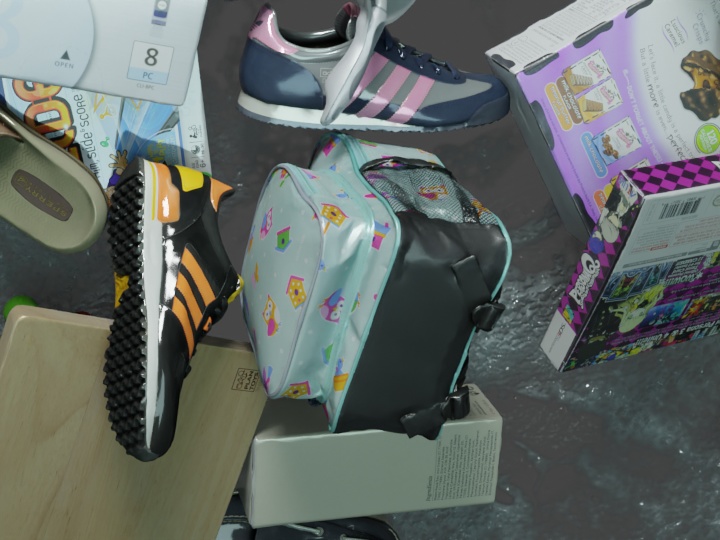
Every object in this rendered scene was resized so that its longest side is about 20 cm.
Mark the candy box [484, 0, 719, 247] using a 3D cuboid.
[{"bbox_3d":[0.220,-0.134,0.997,0.200,0.072,0.168,-30,116,-2],"label":"candy box"}]

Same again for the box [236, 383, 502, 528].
[{"bbox_3d":[0.006,0.143,1.047,0.199,0.068,0.082,-2,111,-16],"label":"box"}]

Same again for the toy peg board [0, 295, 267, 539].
[{"bbox_3d":[-0.192,0.116,0.972,0.199,0.098,0.200,11,108,-32],"label":"toy peg board"}]

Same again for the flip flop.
[{"bbox_3d":[-0.256,-0.072,0.860,0.200,0.058,0.081,34,116,-4],"label":"flip flop"}]

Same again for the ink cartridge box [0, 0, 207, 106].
[{"bbox_3d":[-0.167,-0.209,0.812,0.160,0.047,0.200,8,117,-18],"label":"ink cartridge box"}]

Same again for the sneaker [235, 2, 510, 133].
[{"bbox_3d":[0.015,-0.143,0.933,0.199,0.070,0.082,-1,113,-18],"label":"sneaker"}]

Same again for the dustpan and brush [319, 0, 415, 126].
[{"bbox_3d":[0.014,-0.190,0.870,0.057,0.140,0.200,36,96,16],"label":"dustpan and brush"}]

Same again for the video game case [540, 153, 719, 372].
[{"bbox_3d":[0.250,-0.011,1.014,0.200,0.036,0.182,-11,139,-28],"label":"video game case"}]

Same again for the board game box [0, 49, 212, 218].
[{"bbox_3d":[-0.176,-0.134,0.898,0.135,0.034,0.200,-10,114,-12],"label":"board game box"}]

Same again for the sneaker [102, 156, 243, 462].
[{"bbox_3d":[-0.116,0.025,0.884,0.090,0.070,0.201,6,74,-30],"label":"sneaker"}]

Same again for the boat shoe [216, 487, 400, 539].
[{"bbox_3d":[-0.059,0.221,1.062,0.200,0.063,0.073,8,109,-19],"label":"boat shoe"}]

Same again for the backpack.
[{"bbox_3d":[0.000,0.000,0.918,0.153,0.200,0.176,9,116,-13],"label":"backpack"}]
